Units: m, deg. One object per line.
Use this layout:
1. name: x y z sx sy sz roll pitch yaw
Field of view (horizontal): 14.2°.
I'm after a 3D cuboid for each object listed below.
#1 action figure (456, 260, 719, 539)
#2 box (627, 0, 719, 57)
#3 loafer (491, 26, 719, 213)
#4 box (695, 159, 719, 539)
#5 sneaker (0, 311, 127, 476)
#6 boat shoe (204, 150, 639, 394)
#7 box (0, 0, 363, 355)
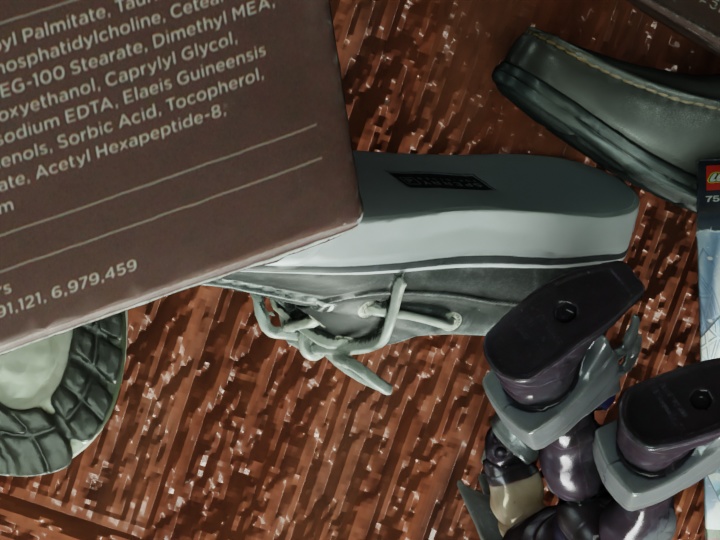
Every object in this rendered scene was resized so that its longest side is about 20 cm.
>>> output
1. action figure: 0.082 0.079 0.946 0.069 0.200 0.130 -34 65 -20
2. box: 0.156 -0.075 0.850 0.200 0.100 0.075 32 96 31
3. loafer: 0.141 -0.045 0.960 0.199 0.073 0.073 21 96 -13
4. box: 0.180 0.051 0.949 0.136 0.040 0.201 0 130 8
5. sneaker: -0.103 -0.028 0.970 0.077 0.089 0.201 16 80 -7
6. boat shoe: -0.001 -0.001 0.944 0.199 0.074 0.068 -2 116 -36
7. box: -0.116 -0.100 0.801 0.164 0.166 0.201 -19 118 -19
